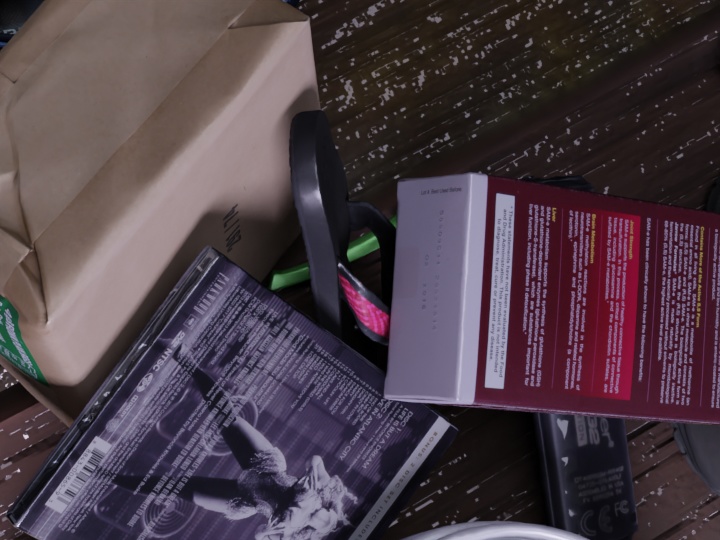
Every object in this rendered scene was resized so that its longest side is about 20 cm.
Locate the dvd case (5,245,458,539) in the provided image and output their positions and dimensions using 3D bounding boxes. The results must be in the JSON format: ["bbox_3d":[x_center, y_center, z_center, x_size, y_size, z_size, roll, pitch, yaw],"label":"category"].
[{"bbox_3d":[-0.053,0.093,0.905,0.149,0.016,0.200,-53,134,-1],"label":"dvd case"}]

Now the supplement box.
[{"bbox_3d":[0.110,0.018,0.949,0.199,0.061,0.109,8,84,-35],"label":"supplement box"}]

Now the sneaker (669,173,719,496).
[{"bbox_3d":[0.215,0.024,1.025,0.076,0.091,0.201,11,77,-12],"label":"sneaker"}]

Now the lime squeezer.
[{"bbox_3d":[0.055,-0.003,1.023,0.199,0.038,0.071,13,75,-10],"label":"lime squeezer"}]

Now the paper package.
[{"bbox_3d":[-0.108,-0.035,0.901,0.103,0.200,0.191,34,74,14],"label":"paper package"}]

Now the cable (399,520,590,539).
[{"bbox_3d":[0.063,0.223,0.947,0.199,0.069,0.201,-19,88,-14],"label":"cable"}]

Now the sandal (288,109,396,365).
[{"bbox_3d":[0.000,0.000,0.928,0.045,0.200,0.075,-5,55,4],"label":"sandal"}]

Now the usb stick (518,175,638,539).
[{"bbox_3d":[0.110,0.049,1.005,0.055,0.033,0.201,-9,92,-30],"label":"usb stick"}]

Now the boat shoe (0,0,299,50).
[{"bbox_3d":[-0.116,-0.134,0.997,0.199,0.069,0.084,-23,83,-16],"label":"boat shoe"}]
